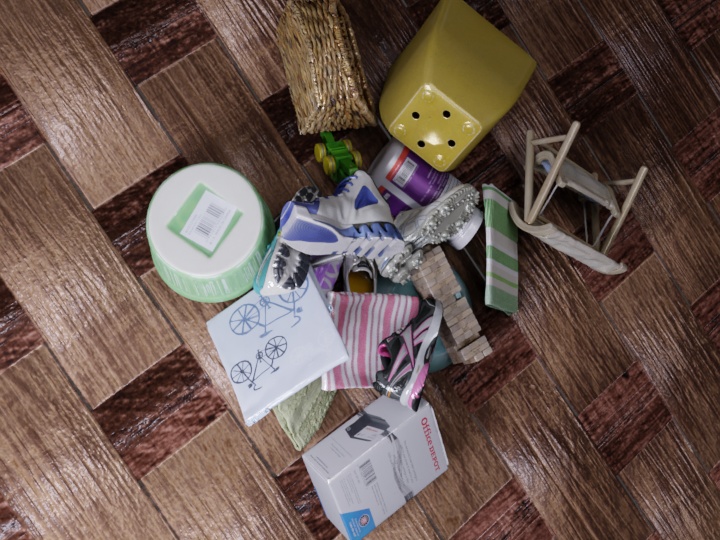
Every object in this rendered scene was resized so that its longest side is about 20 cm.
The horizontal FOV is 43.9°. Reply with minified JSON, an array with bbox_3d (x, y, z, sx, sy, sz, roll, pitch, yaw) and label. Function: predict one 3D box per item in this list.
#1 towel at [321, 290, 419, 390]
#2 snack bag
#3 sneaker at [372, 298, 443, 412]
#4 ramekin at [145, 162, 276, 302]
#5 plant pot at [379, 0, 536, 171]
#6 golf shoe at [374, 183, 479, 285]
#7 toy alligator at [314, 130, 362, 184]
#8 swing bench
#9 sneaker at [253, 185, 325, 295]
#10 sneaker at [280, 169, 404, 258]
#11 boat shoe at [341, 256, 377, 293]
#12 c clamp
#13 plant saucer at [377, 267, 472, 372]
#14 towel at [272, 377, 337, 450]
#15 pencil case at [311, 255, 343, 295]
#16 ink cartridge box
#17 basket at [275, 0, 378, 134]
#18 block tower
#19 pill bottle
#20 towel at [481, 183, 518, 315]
[{"bbox_3d":[0.019,0.109,1.385,0.197,0.030,0.150,4,86,-44],"label":"towel"},{"bbox_3d":[-0.119,0.100,1.304,0.187,0.021,0.202,-33,55,4],"label":"snack bag"},{"bbox_3d":[0.072,0.114,1.368,0.084,0.081,0.202,16,43,6],"label":"sneaker"},{"bbox_3d":[-0.227,-0.062,1.343,0.195,0.098,0.205,1,75,-2],"label":"ramekin"},{"bbox_3d":[0.142,-0.280,1.444,0.193,0.196,0.202,35,43,-10],"label":"plant pot"},{"bbox_3d":[0.094,-0.078,1.406,0.199,0.098,0.078,-41,139,9],"label":"golf shoe"},{"bbox_3d":[-0.027,-0.160,1.442,0.058,0.055,0.201,-11,40,-20],"label":"toy alligator"},{"bbox_3d":[0.371,-0.118,1.547,0.196,0.129,0.204,24,76,-31],"label":"swing bench"},{"bbox_3d":[-0.106,-0.046,1.329,0.077,0.079,0.202,44,50,-24],"label":"sneaker"},{"bbox_3d":[-0.031,-0.088,1.308,0.196,0.080,0.117,8,59,-32],"label":"sneaker"},{"bbox_3d":[0.000,0.000,1.447,0.069,0.070,0.205,7,72,-15],"label":"boat shoe"},{"bbox_3d":[-0.073,-0.031,1.379,0.196,0.027,0.174,-23,59,11],"label":"c clamp"},{"bbox_3d":[0.107,0.069,1.496,0.195,0.036,0.205,3,80,-18],"label":"plant saucer"},{"bbox_3d":[-0.070,0.158,1.365,0.036,0.150,0.202,12,57,29],"label":"towel"},{"bbox_3d":[-0.091,0.049,1.405,0.082,0.085,0.204,22,74,-12],"label":"pencil case"},{"bbox_3d":[0.026,0.294,1.372,0.198,0.083,0.147,-33,126,-21],"label":"ink cartridge box"},{"bbox_3d":[-0.038,-0.342,1.451,0.146,0.143,0.204,-9,77,-20],"label":"basket"},{"bbox_3d":[0.141,0.057,1.461,0.053,0.058,0.203,-27,89,-22],"label":"block tower"},{"bbox_3d":[0.106,-0.123,1.488,0.198,0.112,0.114,36,72,-10],"label":"pill bottle"},{"bbox_3d":[0.237,-0.033,1.517,0.023,0.152,0.205,-3,79,26],"label":"towel"}]
